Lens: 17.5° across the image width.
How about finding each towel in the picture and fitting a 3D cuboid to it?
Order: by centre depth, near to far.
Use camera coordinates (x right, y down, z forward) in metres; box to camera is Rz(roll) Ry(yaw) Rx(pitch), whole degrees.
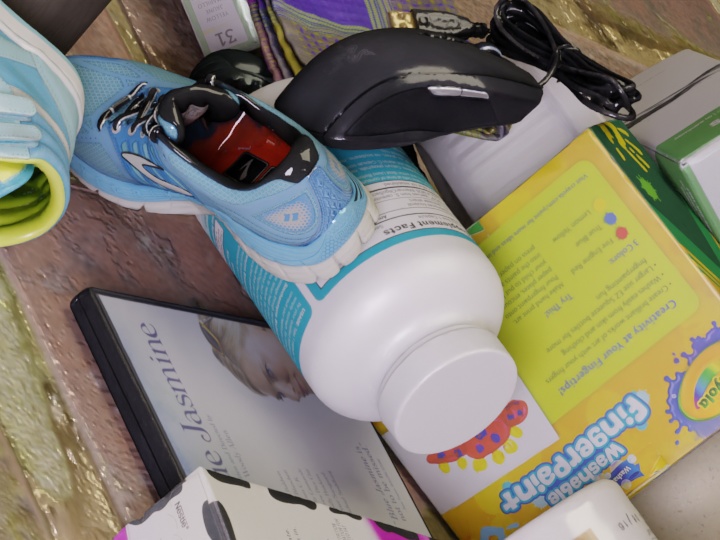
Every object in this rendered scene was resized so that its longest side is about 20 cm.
[{"bbox_3d":[0.003,-0.147,1.337,0.143,0.023,0.200,10,37,-23],"label":"towel"}]

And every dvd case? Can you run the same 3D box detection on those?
[{"bbox_3d":[-0.048,0.080,1.146,0.200,0.018,0.143,13,43,-55],"label":"dvd case"}]

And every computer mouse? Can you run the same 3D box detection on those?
[{"bbox_3d":[0.036,-0.115,1.210,0.199,0.046,0.140,-7,30,-26],"label":"computer mouse"}]

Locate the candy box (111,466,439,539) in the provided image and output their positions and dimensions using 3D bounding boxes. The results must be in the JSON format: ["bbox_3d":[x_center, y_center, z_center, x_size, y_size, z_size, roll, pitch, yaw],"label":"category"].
[{"bbox_3d":[-0.005,0.175,1.023,0.200,0.061,0.137,25,34,-47],"label":"candy box"}]

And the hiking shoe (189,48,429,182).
[{"bbox_3d":[-0.037,-0.087,1.347,0.200,0.074,0.087,31,37,-51],"label":"hiking shoe"}]

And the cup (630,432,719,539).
[{"bbox_3d":[0.223,0.114,1.394,0.200,0.143,0.201,46,26,-30],"label":"cup"}]

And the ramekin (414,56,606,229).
[{"bbox_3d":[0.112,-0.036,1.393,0.203,0.094,0.202,58,0,0],"label":"ramekin"}]

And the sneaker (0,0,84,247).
[{"bbox_3d":[-0.201,-0.087,1.046,0.200,0.080,0.131,35,26,-31],"label":"sneaker"}]

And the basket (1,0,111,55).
[{"bbox_3d":[-0.146,-0.217,1.188,0.136,0.200,0.181,30,29,-40],"label":"basket"}]

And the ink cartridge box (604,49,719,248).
[{"bbox_3d":[0.218,-0.039,1.345,0.146,0.084,0.200,59,-2,-16],"label":"ink cartridge box"}]

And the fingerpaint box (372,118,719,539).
[{"bbox_3d":[0.108,0.045,1.252,0.167,0.200,0.073,52,22,7],"label":"fingerpaint box"}]

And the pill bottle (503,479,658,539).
[{"bbox_3d":[0.135,0.214,1.152,0.200,0.114,0.114,55,23,12],"label":"pill bottle"}]

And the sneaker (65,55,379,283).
[{"bbox_3d":[-0.081,-0.071,1.136,0.200,0.078,0.090,23,-24,30],"label":"sneaker"}]

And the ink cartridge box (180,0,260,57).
[{"bbox_3d":[-0.055,-0.151,1.459,0.146,0.048,0.201,-51,122,-67],"label":"ink cartridge box"}]

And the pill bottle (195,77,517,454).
[{"bbox_3d":[0.000,0.000,1.187,0.111,0.111,0.200,22,26,-49],"label":"pill bottle"}]
